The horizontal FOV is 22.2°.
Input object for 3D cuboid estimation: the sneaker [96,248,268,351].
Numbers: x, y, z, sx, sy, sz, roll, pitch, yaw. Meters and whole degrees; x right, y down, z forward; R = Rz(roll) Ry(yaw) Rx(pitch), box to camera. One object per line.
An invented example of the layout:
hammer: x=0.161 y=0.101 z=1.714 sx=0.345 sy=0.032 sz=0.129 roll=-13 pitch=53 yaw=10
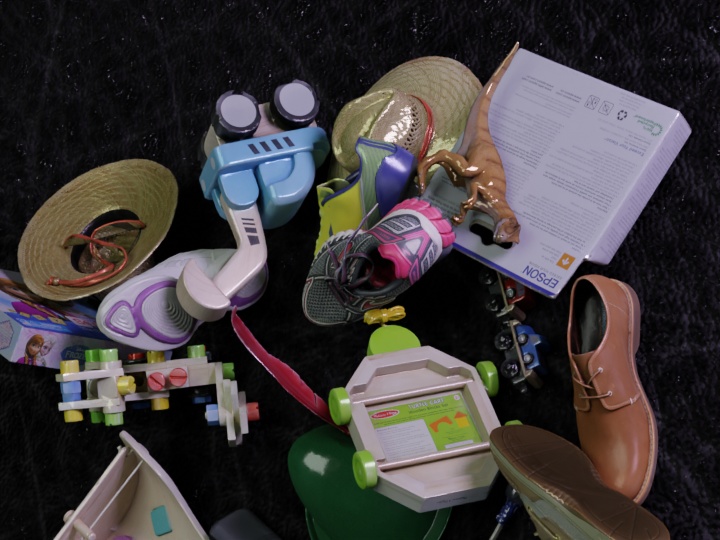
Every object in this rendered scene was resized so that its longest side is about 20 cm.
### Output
sneaker: x=-0.187 y=0.028 z=1.815 sx=0.099 sy=0.199 sz=0.076 roll=5 pitch=108 yaw=46

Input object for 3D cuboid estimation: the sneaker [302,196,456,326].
sneaker: x=0.000 y=0.000 z=1.650 sx=0.075 sy=0.081 sz=0.200 roll=-43 pitch=3 yaw=-39

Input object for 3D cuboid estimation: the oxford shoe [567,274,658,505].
oxford shoe: x=0.199 y=0.101 z=1.531 sx=0.071 sy=0.071 sz=0.202 roll=-17 pitch=69 yaw=31

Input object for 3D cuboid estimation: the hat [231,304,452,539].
hat: x=-0.039 y=0.170 z=1.625 sx=0.199 sy=0.175 sz=0.167 roll=32 pitch=93 yaw=42

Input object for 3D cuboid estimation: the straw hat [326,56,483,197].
straw hat: x=0.021 y=-0.128 z=1.759 sx=0.200 sy=0.085 sz=0.203 roll=-16 pitch=62 yaw=34

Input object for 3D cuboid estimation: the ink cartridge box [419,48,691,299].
ink cartridge box: x=0.164 y=-0.083 z=1.633 sx=0.199 sy=0.041 sz=0.201 roll=29 pitch=81 yaw=41

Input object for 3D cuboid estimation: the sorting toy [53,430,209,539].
sorting toy: x=-0.215 y=0.296 z=1.779 sx=0.180 sy=0.107 sz=0.201 roll=37 pitch=88 yaw=30

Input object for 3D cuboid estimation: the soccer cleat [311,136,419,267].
soccer cleat: x=-0.013 y=-0.047 z=1.724 sx=0.201 sy=0.083 sz=0.065 roll=-57 pitch=10 yaw=39

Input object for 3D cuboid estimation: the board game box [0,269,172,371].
board game box: x=-0.328 y=0.050 z=1.893 sx=0.199 sy=0.199 sz=0.042 roll=28 pitch=100 yaw=41

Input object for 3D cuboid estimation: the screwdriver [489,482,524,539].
screwdriver: x=0.110 y=0.230 z=1.582 sx=0.029 sy=0.028 sz=0.201 roll=33 pitch=98 yaw=-1

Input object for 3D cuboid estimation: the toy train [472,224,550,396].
toy train: x=0.135 y=0.020 z=1.645 sx=0.045 sy=0.034 sz=0.202 roll=-21 pitch=58 yaw=17

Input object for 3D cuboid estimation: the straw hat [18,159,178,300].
straw hat: x=-0.259 y=-0.016 z=1.926 sx=0.199 sy=0.085 sz=0.202 roll=-17 pitch=41 yaw=15

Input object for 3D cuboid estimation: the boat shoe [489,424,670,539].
boat shoe: x=0.168 y=0.196 z=1.491 sx=0.200 sy=0.073 sz=0.067 roll=42 pitch=132 yaw=47

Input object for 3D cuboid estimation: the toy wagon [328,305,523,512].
toy wagon: x=0.051 y=0.118 z=1.606 sx=0.040 sy=0.153 sz=0.201 roll=102 pitch=152 yaw=-46

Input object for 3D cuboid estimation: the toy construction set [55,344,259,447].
toy construction set: x=-0.194 y=0.113 z=1.791 sx=0.197 sy=0.131 sz=0.093 roll=9 pitch=88 yaw=-3

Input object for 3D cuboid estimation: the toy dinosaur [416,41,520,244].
toy dinosaur: x=0.102 y=-0.099 z=1.632 sx=0.105 sy=0.061 sz=0.202 roll=-7 pitch=61 yaw=1

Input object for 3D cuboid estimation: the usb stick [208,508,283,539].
usb stick: x=-0.067 y=0.283 z=1.689 sx=0.199 sy=0.055 sz=0.033 roll=35 pitch=134 yaw=42

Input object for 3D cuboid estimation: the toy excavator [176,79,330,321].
toy excavator: x=-0.106 y=-0.065 z=1.789 sx=0.202 sy=0.193 sz=0.100 roll=68 pitch=156 yaw=18
